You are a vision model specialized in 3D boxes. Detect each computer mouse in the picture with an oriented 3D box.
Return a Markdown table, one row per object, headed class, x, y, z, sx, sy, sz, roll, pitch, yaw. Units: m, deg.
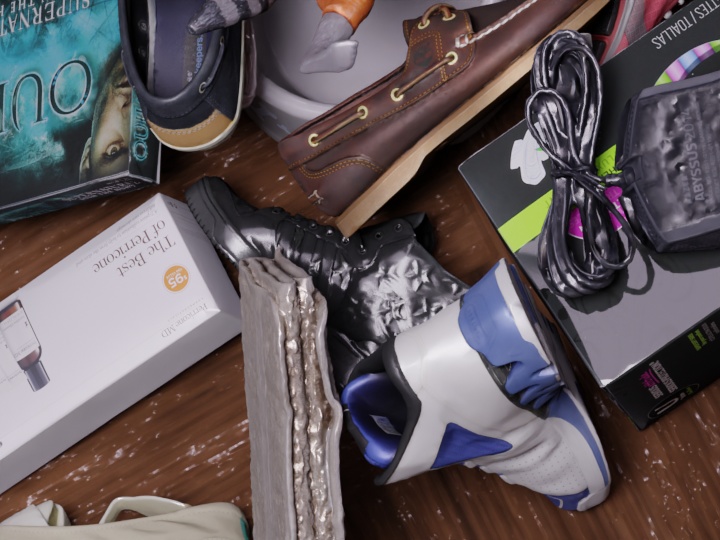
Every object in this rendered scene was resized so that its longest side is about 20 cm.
| class | x | y | z | sx | sy | sz | roll | pitch | yaw |
| --- | --- | --- | --- | --- | --- | --- | --- | --- | --- |
| computer mouse | 0.183 | -0.062 | 1.340 | 0.199 | 0.053 | 0.140 | -8 | 77 | 26 |

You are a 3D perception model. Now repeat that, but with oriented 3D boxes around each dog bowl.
| class | x | y | z | sx | sy | sz | roll | pitch | yaw |
| --- | --- | --- | --- | --- | --- | --- | --- | --- | --- |
| dog bowl | 0.004 | -0.161 | 1.536 | 0.199 | 0.059 | 0.202 | -4 | 76 | 15 |

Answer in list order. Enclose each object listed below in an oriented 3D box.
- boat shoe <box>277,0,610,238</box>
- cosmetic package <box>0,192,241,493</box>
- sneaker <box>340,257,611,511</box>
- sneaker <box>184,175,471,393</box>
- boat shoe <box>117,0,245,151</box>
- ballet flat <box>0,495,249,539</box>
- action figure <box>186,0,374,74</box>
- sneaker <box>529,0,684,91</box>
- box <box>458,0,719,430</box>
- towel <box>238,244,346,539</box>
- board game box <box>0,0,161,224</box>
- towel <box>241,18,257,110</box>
| class | x | y | z | sx | sy | sz | roll | pitch | yaw |
| --- | --- | --- | --- | --- | --- | --- | --- | --- | --- |
| boat shoe | 0.043 | -0.104 | 1.434 | 0.200 | 0.070 | 0.070 | -39 | 88 | 12 |
| cosmetic package | -0.166 | 0.047 | 1.529 | 0.199 | 0.051 | 0.083 | -34 | 71 | 13 |
| sneaker | 0.053 | 0.069 | 1.395 | 0.115 | 0.200 | 0.081 | -22 | 59 | 8 |
| sneaker | -0.001 | -0.001 | 1.503 | 0.104 | 0.060 | 0.200 | -41 | 74 | 2 |
| boat shoe | -0.097 | -0.165 | 1.445 | 0.074 | 0.062 | 0.201 | -7 | 72 | 15 |
| ballet flat | -0.153 | 0.158 | 1.509 | 0.198 | 0.069 | 0.070 | -4 | 75 | 13 |
| action figure | -0.044 | -0.193 | 1.419 | 0.200 | 0.194 | 0.105 | 46 | 111 | -4 |
| sneaker | 0.159 | -0.163 | 1.485 | 0.074 | 0.086 | 0.201 | 21 | 93 | 59 |
| box | 0.179 | -0.039 | 1.424 | 0.199 | 0.124 | 0.149 | -35 | 69 | 4 |
| towel | -0.035 | 0.093 | 1.423 | 0.034 | 0.133 | 0.202 | -4 | 100 | -10 |
| board game box | -0.187 | -0.099 | 1.546 | 0.199 | 0.028 | 0.136 | -13 | 71 | 43 |
| towel | -0.136 | -0.159 | 1.550 | 0.199 | 0.032 | 0.192 | -16 | 70 | 43 |
